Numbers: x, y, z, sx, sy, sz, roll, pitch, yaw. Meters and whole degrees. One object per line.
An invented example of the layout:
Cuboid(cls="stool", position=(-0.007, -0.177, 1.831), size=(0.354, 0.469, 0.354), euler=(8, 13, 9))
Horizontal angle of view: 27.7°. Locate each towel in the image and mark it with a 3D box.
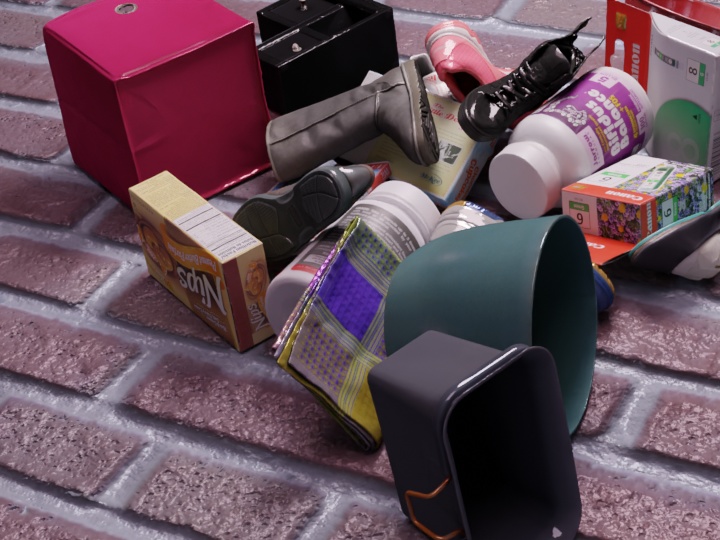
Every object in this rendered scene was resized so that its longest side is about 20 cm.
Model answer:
Cuboid(cls="towel", position=(0.004, 0.058, 1.398), size=(0.023, 0.144, 0.201), euler=(-23, 28, 47))

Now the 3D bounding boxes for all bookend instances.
Cuboid(cls="bookend", position=(-0.086, -0.299, 1.952), size=(0.198, 0.093, 0.199), euler=(-31, 41, -28))

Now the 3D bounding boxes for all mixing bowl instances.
Cuboid(cls="mixing bowl", position=(0.395, -0.262, 1.765), size=(0.197, 0.110, 0.201), euler=(16, 20, -6))

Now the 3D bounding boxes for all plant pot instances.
Cuboid(cls="plant pot", position=(0.116, 0.050, 1.356), size=(0.159, 0.203, 0.201), euler=(0, 36, 25))

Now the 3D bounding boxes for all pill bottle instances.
Cuboid(cls="pill bottle", position=(0.000, 0.000, 1.508), size=(0.113, 0.115, 0.200), euler=(16, 42, 30))
Cuboid(cls="pill bottle", position=(0.237, -0.141, 1.654), size=(0.111, 0.113, 0.199), euler=(23, 46, 36))

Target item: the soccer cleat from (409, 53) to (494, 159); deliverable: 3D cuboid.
Cuboid(cls="soccer cleat", position=(0.104, -0.195, 1.778), size=(0.068, 0.086, 0.201), euler=(-16, 36, -12))

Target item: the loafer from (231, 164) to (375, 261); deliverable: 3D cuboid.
Cuboid(cls="loafer", position=(-0.058, -0.061, 1.506), size=(0.063, 0.073, 0.199), euler=(-24, 1, -40))

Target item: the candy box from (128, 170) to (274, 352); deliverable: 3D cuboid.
Cuboid(cls="candy box", position=(-0.169, -0.012, 1.557), size=(0.055, 0.117, 0.199), euler=(-29, 40, -25))

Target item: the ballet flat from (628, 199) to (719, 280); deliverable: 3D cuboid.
Cuboid(cls="ballet flat", position=(0.366, -0.033, 1.522), size=(0.199, 0.074, 0.073), euler=(-27, 39, -33))

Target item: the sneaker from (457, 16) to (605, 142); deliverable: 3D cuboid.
Cuboid(cls="sneaker", position=(0.194, -0.217, 1.647), size=(0.060, 0.104, 0.199), euler=(52, 44, 6))

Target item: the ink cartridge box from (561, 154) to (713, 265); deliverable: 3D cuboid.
Cuboid(cls="ink cartridge box", position=(0.277, -0.067, 1.558), size=(0.199, 0.051, 0.108), euler=(-24, 26, -38))

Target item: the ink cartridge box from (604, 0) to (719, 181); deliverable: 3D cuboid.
Cuboid(cls="ink cartridge box", position=(0.342, -0.210, 1.685), size=(0.050, 0.163, 0.199), euler=(-26, 39, -32))

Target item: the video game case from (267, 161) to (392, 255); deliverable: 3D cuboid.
Cuboid(cls="video game case", position=(-0.065, -0.069, 1.652), size=(0.141, 0.018, 0.200), euler=(-4, 27, 30))

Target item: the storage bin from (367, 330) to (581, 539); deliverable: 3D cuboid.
Cuboid(cls="storage bin", position=(0.081, 0.155, 1.228), size=(0.145, 0.202, 0.134), euler=(-31, 30, -28))

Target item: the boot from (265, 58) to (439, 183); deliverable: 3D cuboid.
Cuboid(cls="boot", position=(-0.013, -0.152, 1.687), size=(0.197, 0.073, 0.183), euler=(-19, 37, 9))

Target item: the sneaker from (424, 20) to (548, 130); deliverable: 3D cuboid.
Cuboid(cls="sneaker", position=(0.150, -0.207, 1.731), size=(0.074, 0.199, 0.088), euler=(-36, 35, 33))

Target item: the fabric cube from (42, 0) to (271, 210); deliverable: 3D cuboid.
Cuboid(cls="fabric cube", position=(-0.243, -0.213, 1.775), size=(0.195, 0.202, 0.199), euler=(-26, 38, -25))

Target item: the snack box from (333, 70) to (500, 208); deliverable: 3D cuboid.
Cuboid(cls="snack box", position=(0.061, -0.155, 1.727), size=(0.199, 0.037, 0.117), euler=(25, 82, 37))

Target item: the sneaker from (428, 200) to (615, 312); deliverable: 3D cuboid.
Cuboid(cls="sneaker", position=(0.159, 0.009, 1.493), size=(0.198, 0.076, 0.089), euler=(24, 59, 15))
